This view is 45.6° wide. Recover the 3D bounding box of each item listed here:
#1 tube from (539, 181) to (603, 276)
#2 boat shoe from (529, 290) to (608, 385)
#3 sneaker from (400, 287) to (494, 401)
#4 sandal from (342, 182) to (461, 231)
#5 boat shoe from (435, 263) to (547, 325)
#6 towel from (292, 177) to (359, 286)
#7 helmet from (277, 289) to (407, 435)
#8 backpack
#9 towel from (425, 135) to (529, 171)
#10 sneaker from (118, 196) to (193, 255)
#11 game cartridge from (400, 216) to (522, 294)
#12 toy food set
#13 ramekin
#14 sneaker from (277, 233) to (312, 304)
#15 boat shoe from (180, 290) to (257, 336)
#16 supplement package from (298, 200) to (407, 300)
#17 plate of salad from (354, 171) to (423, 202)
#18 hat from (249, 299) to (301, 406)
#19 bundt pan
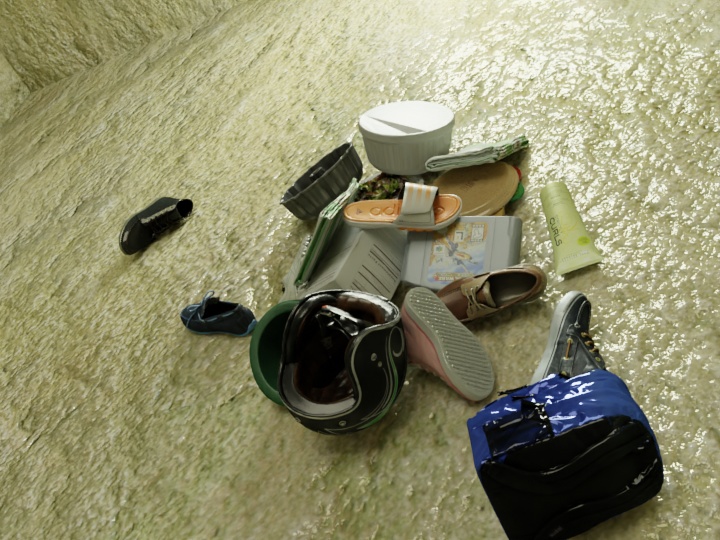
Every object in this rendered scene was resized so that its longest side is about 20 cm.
[{"bbox_3d":[0.338,-0.070,1.402,0.202,0.051,0.058,-92,27,-49],"label":"tube"},{"bbox_3d":[0.302,0.116,1.167,0.090,0.071,0.202,2,51,37],"label":"boat shoe"},{"bbox_3d":[0.122,0.130,1.290,0.075,0.105,0.201,-17,56,-30],"label":"sneaker"},{"bbox_3d":[0.067,-0.109,1.429,0.203,0.060,0.080,-3,46,7],"label":"sandal"},{"bbox_3d":[0.190,0.036,1.327,0.198,0.077,0.072,-23,-7,12],"label":"boat shoe"},{"bbox_3d":[-0.057,-0.067,1.497,0.023,0.154,0.200,25,28,4],"label":"towel"},{"bbox_3d":[-0.025,0.143,1.268,0.197,0.194,0.200,8,18,-3],"label":"helmet"},{"bbox_3d":[0.239,0.203,1.008,0.198,0.164,0.169,-23,30,11],"label":"backpack"},{"bbox_3d":[0.225,-0.229,1.639,0.147,0.031,0.199,-4,14,30],"label":"towel"},{"bbox_3d":[-0.497,-0.116,2.080,0.105,0.075,0.201,-2,41,39],"label":"sneaker"},{"bbox_3d":[0.165,-0.023,1.419,0.197,0.042,0.135,1,66,24],"label":"game cartridge"},{"bbox_3d":[0.208,-0.139,1.591,0.198,0.049,0.198,13,52,47],"label":"toy food set"},{"bbox_3d":[0.096,-0.271,1.767,0.199,0.096,0.203,-3,30,2],"label":"ramekin"},{"bbox_3d":[-0.113,0.005,1.633,0.080,0.075,0.201,-25,32,24],"label":"sneaker"},{"bbox_3d":[-0.280,0.076,1.663,0.198,0.069,0.085,-3,41,35],"label":"boat shoe"},{"bbox_3d":[0.000,0.000,1.483,0.113,0.109,0.201,-28,25,47],"label":"supplement package"},{"bbox_3d":[0.034,-0.155,1.748,0.198,0.048,0.201,-21,34,15],"label":"plate of salad"},{"bbox_3d":[-0.087,0.142,1.475,0.163,0.176,0.203,-20,72,12],"label":"hat"},{"bbox_3d":[-0.073,-0.178,1.802,0.201,0.076,0.202,-36,15,12],"label":"bundt pan"}]
